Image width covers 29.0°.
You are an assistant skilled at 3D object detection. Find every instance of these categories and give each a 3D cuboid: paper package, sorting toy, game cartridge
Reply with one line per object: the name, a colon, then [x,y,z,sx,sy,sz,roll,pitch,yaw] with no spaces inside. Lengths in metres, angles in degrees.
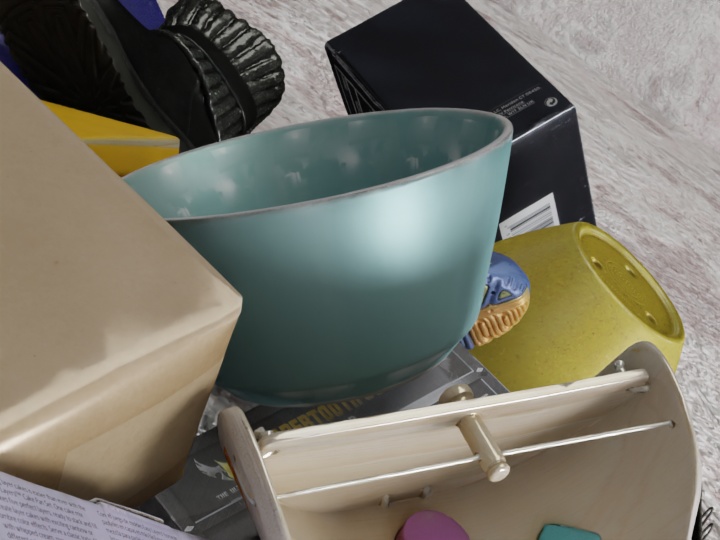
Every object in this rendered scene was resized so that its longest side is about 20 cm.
paper package: [-0.176,0.024,0.493,0.191,0.104,0.199,43,46,21]
sorting toy: [0.052,0.138,0.541,0.199,0.107,0.181,-6,56,-27]
game cartridge: [-0.224,-0.077,0.756,0.175,0.033,0.200,16,13,24]

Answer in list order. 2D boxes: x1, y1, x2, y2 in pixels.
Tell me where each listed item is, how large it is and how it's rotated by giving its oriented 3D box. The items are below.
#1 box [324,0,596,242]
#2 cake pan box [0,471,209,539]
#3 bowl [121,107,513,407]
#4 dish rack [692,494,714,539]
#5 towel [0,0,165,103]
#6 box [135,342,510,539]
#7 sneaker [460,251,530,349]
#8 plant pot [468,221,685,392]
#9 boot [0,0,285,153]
box: [0.085,-0.088,1.112,0.199,0.123,0.201,52,-11,41]
cake pan box: [-0.051,0.162,0.427,0.185,0.052,0.200,61,9,26]
bowl: [-0.020,-0.005,0.668,0.199,0.106,0.201,-9,16,3]
dish rack: [0.265,0.228,0.915,0.200,0.055,0.153,37,20,3]
towel: [-0.212,-0.163,0.977,0.200,0.049,0.148,-15,78,-56]
box: [0.012,0.121,0.645,0.199,0.049,0.158,-24,57,-39]
sneaker: [0.000,0.000,0.805,0.088,0.198,0.076,-78,158,-45]
plant pot: [0.127,0.053,0.910,0.200,0.142,0.201,37,25,-20]
boot: [-0.143,-0.153,0.938,0.212,0.079,0.158,58,39,-30]
